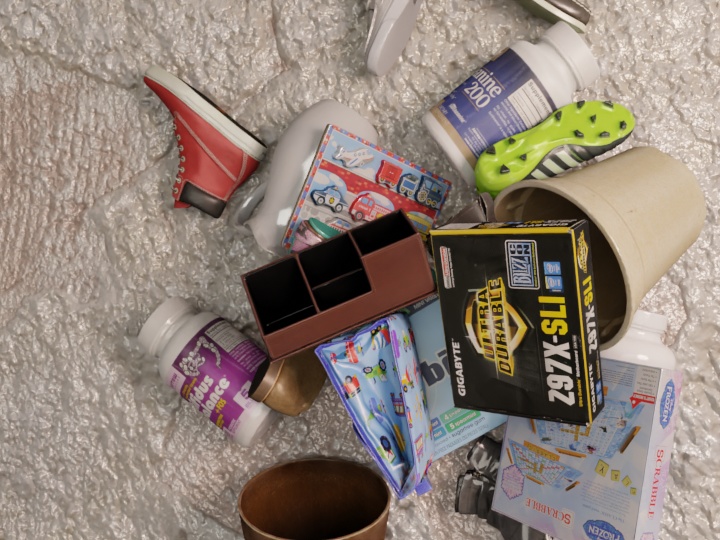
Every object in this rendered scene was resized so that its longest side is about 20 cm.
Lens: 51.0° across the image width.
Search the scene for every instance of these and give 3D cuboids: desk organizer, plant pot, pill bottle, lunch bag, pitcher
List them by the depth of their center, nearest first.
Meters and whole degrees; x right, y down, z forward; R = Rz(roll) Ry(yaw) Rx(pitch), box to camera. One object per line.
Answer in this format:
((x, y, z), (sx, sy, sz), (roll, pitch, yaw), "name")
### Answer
((-0.024, 0.014, 0.815), (0.198, 0.072, 0.078), (-23, 122, -3), "desk organizer")
((0.275, -0.042, 0.839), (0.182, 0.200, 0.202), (-29, 84, -25), "plant pot")
((0.041, 0.158, 0.870), (0.093, 0.150, 0.202), (-23, 85, 11), "lunch bag")
((0.301, 0.143, 0.884), (0.109, 0.111, 0.203), (14, 92, 11), "pill bottle")
((0.181, -0.202, 0.907), (0.199, 0.111, 0.111), (-38, 83, 9), "pill bottle")
((-0.054, 0.369, 0.936), (0.184, 0.187, 0.203), (2, 105, 11), "plant pot")
((-0.078, -0.116, 0.963), (0.171, 0.121, 0.201), (28, 85, 48), "pitcher")
((-0.189, 0.126, 0.981), (0.199, 0.112, 0.113), (37, 97, 9), "pill bottle")

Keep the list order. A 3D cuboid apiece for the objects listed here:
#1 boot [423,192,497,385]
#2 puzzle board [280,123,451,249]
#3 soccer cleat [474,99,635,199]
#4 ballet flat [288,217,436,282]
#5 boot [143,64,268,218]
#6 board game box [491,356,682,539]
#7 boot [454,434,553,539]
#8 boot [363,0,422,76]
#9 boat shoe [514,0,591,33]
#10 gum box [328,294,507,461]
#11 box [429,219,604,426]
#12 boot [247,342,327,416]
((0.130, 0.028, 0.873), (0.175, 0.069, 0.200), (54, 132, 14), "boot")
((0.014, -0.070, 0.921), (0.198, 0.017, 0.152), (19, 95, -34), "puzzle board")
((0.220, -0.138, 0.870), (0.198, 0.081, 0.068), (-22, 69, -8), "soccer cleat")
((0.000, 0.000, 0.895), (0.198, 0.069, 0.072), (20, 114, -31), "ballet flat")
((-0.240, -0.168, 1.014), (0.200, 0.072, 0.145), (40, 99, 5), "boot")
((0.239, 0.192, 0.822), (0.041, 0.199, 0.202), (13, 86, -32), "board game box")
((0.177, 0.315, 0.939), (0.130, 0.070, 0.202), (12, 82, 14), "boot")
((0.026, -0.353, 0.966), (0.095, 0.074, 0.202), (23, 86, 16), "boot")
((0.201, -0.361, 0.923), (0.200, 0.072, 0.061), (36, 101, 12), "boat shoe")
((0.075, 0.134, 0.963), (0.169, 0.045, 0.201), (-31, 85, 10), "gum box")
((0.160, 0.050, 0.777), (0.158, 0.049, 0.203), (1, 106, 36), "box")
((-0.071, 0.092, 0.950), (0.075, 0.074, 0.201), (31, 52, -13), "boot")
